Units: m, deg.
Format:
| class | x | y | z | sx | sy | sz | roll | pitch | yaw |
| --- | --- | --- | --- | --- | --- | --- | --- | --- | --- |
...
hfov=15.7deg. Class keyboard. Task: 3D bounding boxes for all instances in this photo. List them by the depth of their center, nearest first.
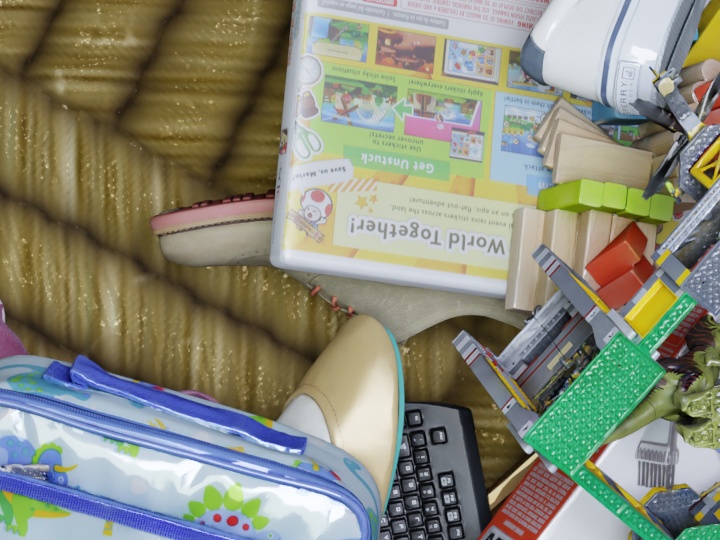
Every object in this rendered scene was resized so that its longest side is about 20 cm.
| class | x | y | z | sx | sy | sz | roll | pitch | yaw |
| --- | --- | --- | --- | --- | --- | --- | --- | --- | --- |
| keyboard | 0.042 | 0.158 | 1.202 | 0.104 | 0.040 | 0.201 | -11 | 93 | 6 |

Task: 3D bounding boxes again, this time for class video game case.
| class | x | y | z | sx | sy | sz | roll | pitch | yaw |
| --- | --- | --- | --- | --- | --- | --- | --- | --- | --- |
| video game case | 0.062 | -0.079 | 1.177 | 0.199 | 0.023 | 0.183 | 8 | 82 | -20 |

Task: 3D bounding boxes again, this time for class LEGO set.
| class | x | y | z | sx | sy | sz | roll | pitch | yaw |
| --- | --- | --- | --- | --- | --- | --- | --- | --- | --- |
| LEGO set | 0.136 | 0.025 | 1.087 | 0.153 | 0.116 | 0.200 | 30 | 101 | -24 |

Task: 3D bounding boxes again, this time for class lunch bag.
| class | x | y | z | sx | sy | sz | roll | pitch | yaw |
| --- | --- | --- | --- | --- | --- | --- | --- | --- | --- |
| lunch bag | -0.097 | 0.129 | 1.122 | 0.199 | 0.082 | 0.161 | 17 | 104 | 0 |

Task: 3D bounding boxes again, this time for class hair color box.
| class | x | y | z | sx | sy | sz | roll | pitch | yaw |
| --- | --- | --- | --- | --- | --- | --- | --- | --- | --- |
| hair color box | 0.147 | 0.095 | 1.163 | 0.111 | 0.064 | 0.200 | 38 | 87 | -16 |

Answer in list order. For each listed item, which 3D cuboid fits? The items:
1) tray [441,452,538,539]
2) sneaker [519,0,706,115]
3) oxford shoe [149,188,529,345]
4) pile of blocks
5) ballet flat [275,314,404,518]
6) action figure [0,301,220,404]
| class | x | y | z | sx | sy | sz | roll | pitch | yaw |
| --- | --- | --- | --- | --- | --- | --- | --- | --- | --- |
| tray | 0.087 | 0.146 | 1.234 | 0.200 | 0.037 | 0.099 | -42 | 89 | 5 |
| sneaker | 0.127 | -0.153 | 1.157 | 0.070 | 0.073 | 0.200 | 16 | 50 | 15 |
| oxford shoe | 0.000 | 0.000 | 1.216 | 0.199 | 0.070 | 0.075 | 2 | 96 | 4 |
| pile of blocks | 0.133 | -0.062 | 1.156 | 0.082 | 0.062 | 0.200 | 35 | 74 | -14 |
| ballet flat | -0.025 | 0.118 | 1.177 | 0.063 | 0.069 | 0.201 | 0 | 104 | -32 |
| action figure | -0.120 | 0.106 | 1.228 | 0.199 | 0.149 | 0.134 | 21 | 100 | -17 |
